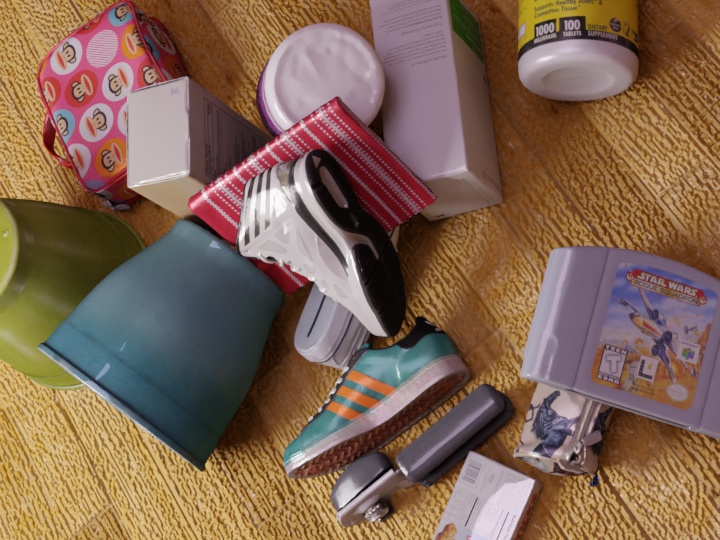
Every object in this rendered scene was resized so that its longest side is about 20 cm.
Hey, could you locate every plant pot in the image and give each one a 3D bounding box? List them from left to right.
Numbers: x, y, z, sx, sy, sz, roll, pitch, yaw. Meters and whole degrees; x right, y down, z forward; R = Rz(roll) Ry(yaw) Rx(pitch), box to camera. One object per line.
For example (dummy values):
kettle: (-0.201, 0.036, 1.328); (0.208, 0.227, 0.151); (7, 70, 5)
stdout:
plant pot: (-0.350, 0.007, 1.572); (0.199, 0.193, 0.202); (-8, 72, 24)
plant pot: (-0.178, 0.062, 1.480); (0.200, 0.200, 0.188); (32, 79, 30)

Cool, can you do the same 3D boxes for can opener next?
can opener: (0.051, 0.170, 1.405); (0.200, 0.053, 0.067); (-38, 62, 12)

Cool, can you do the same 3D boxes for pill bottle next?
pill bottle: (-0.043, -0.172, 1.462); (0.111, 0.200, 0.113); (0, 91, -8)
pill bottle: (0.204, -0.271, 1.421); (0.112, 0.112, 0.201); (-6, 73, 25)

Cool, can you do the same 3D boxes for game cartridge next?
game cartridge: (0.244, 0.055, 1.287); (0.199, 0.042, 0.134); (17, 86, -10)

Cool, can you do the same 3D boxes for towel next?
towel: (-0.047, -0.066, 1.403); (0.199, 0.145, 0.023); (-31, 31, 31)

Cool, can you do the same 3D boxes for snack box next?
snack box: (0.093, 0.270, 1.372); (0.072, 0.024, 0.201); (21, 86, 29)

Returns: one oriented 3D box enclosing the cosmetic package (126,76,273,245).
cosmetic package: (-0.149, -0.103, 1.498); (0.071, 0.200, 0.106); (-11, 69, 23)

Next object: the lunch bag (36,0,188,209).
lunch bag: (-0.270, -0.174, 1.648); (0.176, 0.082, 0.201); (-33, 64, 15)

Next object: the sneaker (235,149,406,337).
sneaker: (-0.041, -0.016, 1.396); (0.115, 0.201, 0.076); (-13, 31, 30)

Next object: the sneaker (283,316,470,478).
sneaker: (0.004, 0.121, 1.437); (0.199, 0.071, 0.080); (-33, 62, 5)

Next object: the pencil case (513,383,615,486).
pencil case: (0.203, 0.085, 1.337); (0.089, 0.077, 0.201); (7, 76, 64)

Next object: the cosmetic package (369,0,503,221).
cosmetic package: (0.072, -0.163, 1.460); (0.084, 0.108, 0.201); (-14, 71, 21)

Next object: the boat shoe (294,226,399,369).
boat shoe: (0.000, 0.000, 1.475); (0.073, 0.067, 0.201); (22, 85, 50)
